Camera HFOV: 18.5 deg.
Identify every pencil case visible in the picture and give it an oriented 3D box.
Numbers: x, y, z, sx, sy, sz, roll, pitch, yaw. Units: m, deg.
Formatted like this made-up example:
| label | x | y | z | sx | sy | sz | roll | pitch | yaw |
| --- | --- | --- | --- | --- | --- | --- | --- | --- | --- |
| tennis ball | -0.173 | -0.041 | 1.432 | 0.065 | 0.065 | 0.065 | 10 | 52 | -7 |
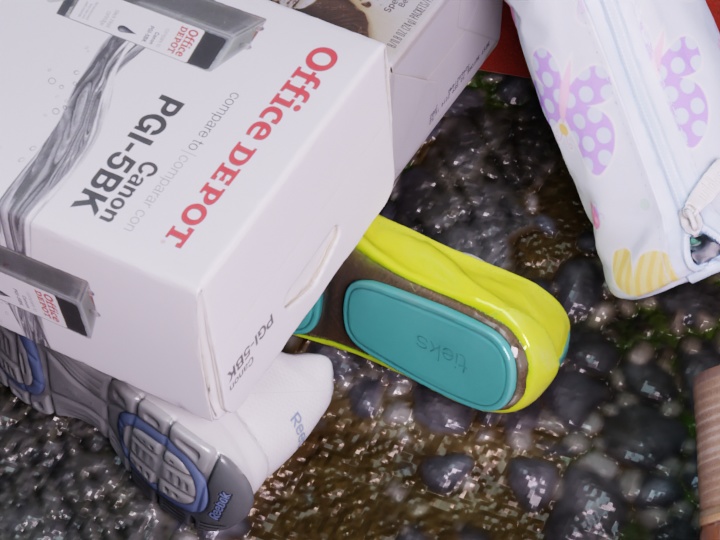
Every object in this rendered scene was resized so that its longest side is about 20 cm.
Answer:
| label | x | y | z | sx | sy | sz | roll | pitch | yaw |
| --- | --- | --- | --- | --- | --- | --- | --- | --- | --- |
| pencil case | 0.105 | -0.089 | 0.895 | 0.083 | 0.201 | 0.091 | -22 | 2 | 22 |

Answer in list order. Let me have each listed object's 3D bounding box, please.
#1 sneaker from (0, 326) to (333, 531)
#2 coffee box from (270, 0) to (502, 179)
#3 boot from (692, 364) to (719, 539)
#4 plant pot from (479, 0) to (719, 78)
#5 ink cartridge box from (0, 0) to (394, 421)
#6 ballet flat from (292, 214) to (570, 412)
| label | x | y | z | sx | sy | sz | roll | pitch | yaw |
| --- | --- | --- | --- | --- | --- | --- | --- | --- | --- |
| sneaker | -0.096 | 0.025 | 0.919 | 0.200 | 0.075 | 0.087 | 38 | 56 | 24 |
| coffee box | -0.049 | -0.129 | 0.961 | 0.199 | 0.080 | 0.113 | 23 | 52 | 17 |
| boot | 0.199 | 0.115 | 0.783 | 0.199 | 0.074 | 0.156 | 3 | 71 | -31 |
| plant pot | 0.097 | -0.219 | 1.011 | 0.199 | 0.177 | 0.201 | 10 | 53 | 18 |
| ink cartridge box | -0.105 | -0.050 | 0.872 | 0.199 | 0.083 | 0.147 | 22 | 55 | 19 |
| ballet flat | 0.000 | 0.000 | 0.928 | 0.199 | 0.067 | 0.067 | 25 | 37 | 23 |
